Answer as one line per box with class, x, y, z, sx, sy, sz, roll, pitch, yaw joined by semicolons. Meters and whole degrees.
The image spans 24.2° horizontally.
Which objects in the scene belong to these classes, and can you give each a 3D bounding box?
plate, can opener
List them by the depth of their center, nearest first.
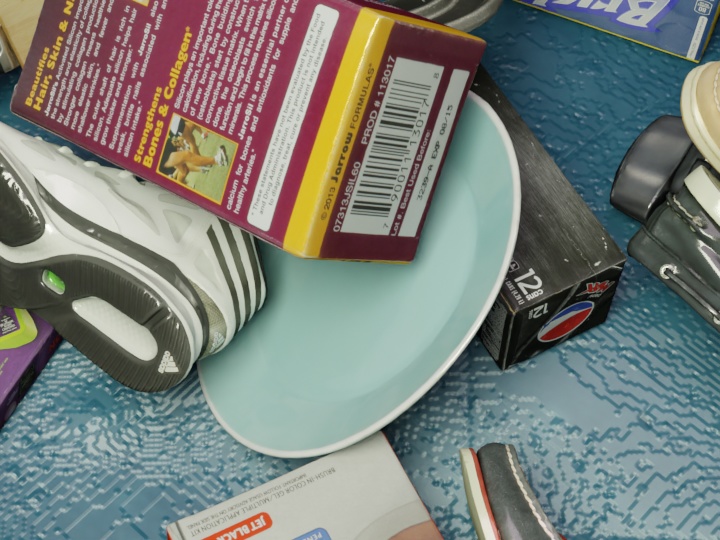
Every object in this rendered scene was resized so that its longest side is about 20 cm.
plate;0.000;0.000;0.808;0.200;0.026;0.200;-24;49;31
can opener;0.213;-0.095;0.911;0.079;0.063;0.200;33;63;15

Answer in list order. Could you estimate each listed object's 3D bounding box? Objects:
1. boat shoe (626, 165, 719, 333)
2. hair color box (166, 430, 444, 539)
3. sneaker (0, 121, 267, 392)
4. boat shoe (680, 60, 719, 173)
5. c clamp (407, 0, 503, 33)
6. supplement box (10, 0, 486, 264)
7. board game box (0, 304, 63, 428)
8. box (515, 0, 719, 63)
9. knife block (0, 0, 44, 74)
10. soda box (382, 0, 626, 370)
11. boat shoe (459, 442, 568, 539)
boat shoe;0.203;0.046;0.822;0.066;0.075;0.199;-38;89;15
hair color box;0.006;0.182;0.732;0.111;0.064;0.200;-23;64;-17
sneaker;-0.132;-0.026;0.830;0.200;0.076;0.115;38;35;14
boat shoe;0.255;-0.058;0.844;0.200;0.069;0.074;24;62;-20
c clamp;0.005;-0.148;0.885;0.171;0.027;0.200;-3;27;14
supplement box;-0.057;-0.089;0.779;0.200;0.086;0.110;27;104;34
board game box;-0.220;0.037;0.828;0.120;0.032;0.200;27;60;8
box;0.115;-0.192;0.960;0.200;0.070;0.064;20;62;9
knife block;-0.163;-0.147;0.885;0.200;0.064;0.176;3;43;28
soda box;0.052;-0.051;0.875;0.071;0.063;0.200;-24;63;-17
boat shoe;0.102;0.161;0.742;0.063;0.071;0.200;-25;68;0
